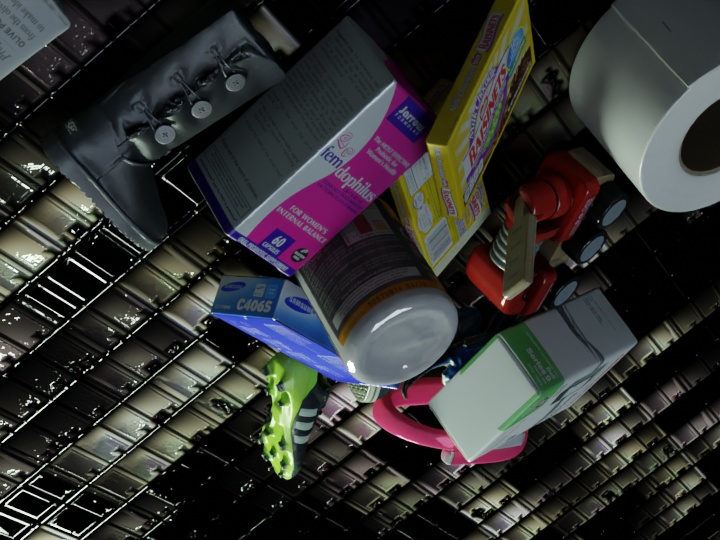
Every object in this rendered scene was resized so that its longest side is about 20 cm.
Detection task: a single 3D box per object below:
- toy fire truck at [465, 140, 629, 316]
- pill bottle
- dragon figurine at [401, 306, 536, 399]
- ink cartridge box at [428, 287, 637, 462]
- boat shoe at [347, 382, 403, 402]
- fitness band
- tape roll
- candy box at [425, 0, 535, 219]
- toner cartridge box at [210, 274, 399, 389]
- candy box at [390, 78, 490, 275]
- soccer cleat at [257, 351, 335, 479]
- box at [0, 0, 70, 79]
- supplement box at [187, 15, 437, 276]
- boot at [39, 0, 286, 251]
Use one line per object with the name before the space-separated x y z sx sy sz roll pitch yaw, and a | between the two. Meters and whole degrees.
toy fire truck | 0.169 -0.020 1.426 0.199 0.129 0.177 -17 144 -44
pill bottle | 0.000 0.000 1.310 0.115 0.201 0.117 -19 141 -16
dragon figurine | 0.120 0.081 1.591 0.199 0.059 0.100 -12 139 -39
ink cartridge box | 0.194 0.113 1.551 0.199 0.084 0.146 -20 157 -45
boat shoe | 0.035 0.068 1.519 0.062 0.075 0.201 -16 145 -28
fitness band | 0.107 0.172 1.622 0.198 0.143 0.038 2 113 -36
tape roll | 0.327 -0.179 1.394 0.201 0.140 0.204 -19 140 -16
candy box | 0.111 -0.154 1.264 0.201 0.026 0.103 -64 153 -29
toner cartridge box | -0.049 0.063 1.415 0.199 0.094 0.044 33 68 -44
candy box | 0.075 -0.085 1.374 0.102 0.026 0.201 -50 148 -21
soccer cleat | -0.068 0.157 1.553 0.081 0.068 0.201 -26 144 -29
box | -0.320 -0.211 0.854 0.171 0.200 0.200 -36 141 6
supplement box | -0.038 -0.109 1.247 0.200 0.104 0.101 -43 141 11
boot | -0.148 -0.122 1.192 0.199 0.066 0.165 -39 144 2
